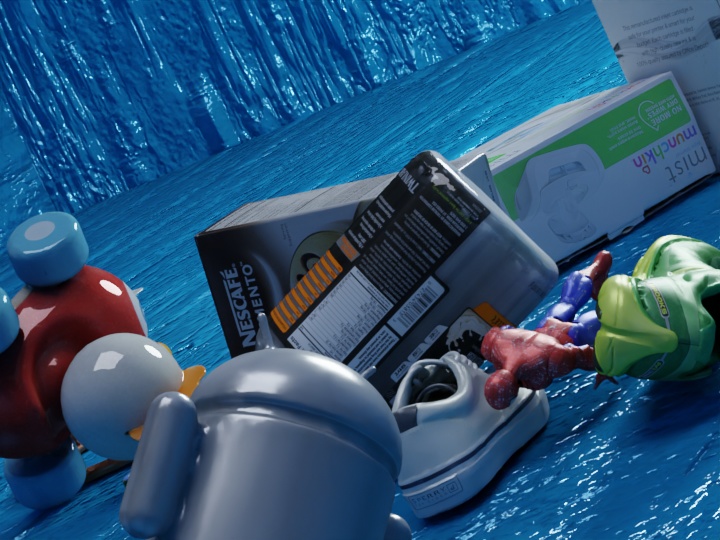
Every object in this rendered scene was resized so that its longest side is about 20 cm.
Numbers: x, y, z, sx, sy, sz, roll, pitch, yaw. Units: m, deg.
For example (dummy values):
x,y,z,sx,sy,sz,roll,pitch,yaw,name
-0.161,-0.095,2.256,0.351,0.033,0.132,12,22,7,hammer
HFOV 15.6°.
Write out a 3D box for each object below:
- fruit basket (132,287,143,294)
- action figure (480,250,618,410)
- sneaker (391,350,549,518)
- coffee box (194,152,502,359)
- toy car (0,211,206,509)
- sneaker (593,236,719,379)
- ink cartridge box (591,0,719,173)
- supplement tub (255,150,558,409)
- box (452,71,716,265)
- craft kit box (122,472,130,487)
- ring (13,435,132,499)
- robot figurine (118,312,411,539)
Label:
x,y,z,sx,sy,sz,roll,pitch,yaw,name
-0.326,0.092,2.640,0.185,0.094,0.200,-17,28,47,fruit basket
0.124,0.041,1.584,0.065,0.052,0.200,17,24,25,action figure
0.062,0.080,1.561,0.073,0.071,0.200,-23,7,18,sneaker
0.000,0.000,1.801,0.199,0.114,0.080,-12,12,29,coffee box
-0.187,0.080,1.997,0.199,0.185,0.177,9,43,34,toy car
0.190,0.030,1.514,0.083,0.074,0.200,11,14,16,sneaker
0.278,-0.185,2.099,0.083,0.201,0.147,-29,10,-31,ink cartridge box
0.019,0.033,1.662,0.200,0.122,0.123,-47,7,5,supplement tub
0.151,-0.065,2.109,0.199,0.097,0.176,-28,7,-25,box
-0.045,0.099,1.854,0.199,0.049,0.198,-22,12,23,craft kit box
-0.198,0.134,2.164,0.200,0.019,0.200,-24,8,4,ring
-0.044,0.124,1.289,0.113,0.169,0.201,-13,55,45,robot figurine
